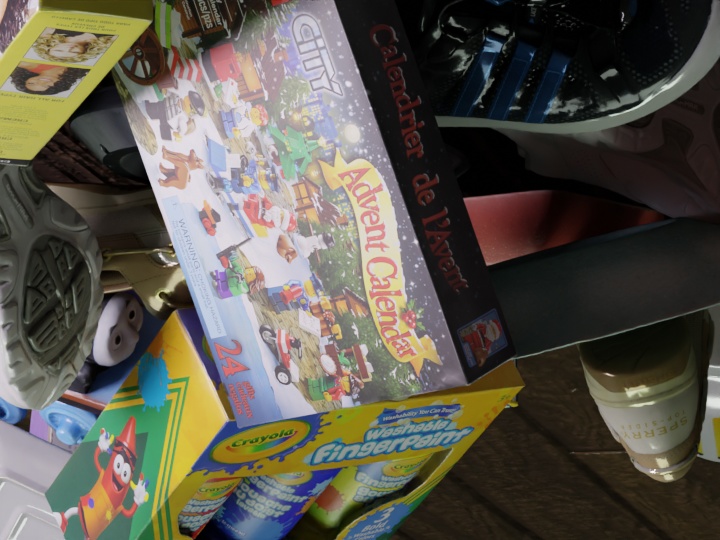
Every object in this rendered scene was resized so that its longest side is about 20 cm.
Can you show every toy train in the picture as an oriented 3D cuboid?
[{"bbox_3d":[-0.196,0.027,1.431,0.199,0.087,0.115,18,150,17],"label":"toy train"}]

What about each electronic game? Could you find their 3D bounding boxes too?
[{"bbox_3d":[-0.044,-0.064,1.285,0.198,0.042,0.200,5,172,1],"label":"electronic game"}]

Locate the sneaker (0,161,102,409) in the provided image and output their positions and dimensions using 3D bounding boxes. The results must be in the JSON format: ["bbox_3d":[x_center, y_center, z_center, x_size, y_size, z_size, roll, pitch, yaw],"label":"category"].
[{"bbox_3d":[-0.193,-0.023,1.267,0.099,0.078,0.201,9,128,37],"label":"sneaker"}]

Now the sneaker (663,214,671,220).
[{"bbox_3d":[0.254,-0.015,1.381,0.198,0.071,0.093,0,159,-5],"label":"sneaker"}]

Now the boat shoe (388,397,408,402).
[{"bbox_3d":[0.000,0.000,1.230,0.065,0.073,0.200,-31,148,9],"label":"boat shoe"}]

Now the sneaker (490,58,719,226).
[{"bbox_3d":[0.125,-0.068,1.227,0.099,0.078,0.200,-3,157,43],"label":"sneaker"}]

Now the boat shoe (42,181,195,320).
[{"bbox_3d":[-0.096,-0.008,1.324,0.199,0.067,0.074,0,170,28],"label":"boat shoe"}]

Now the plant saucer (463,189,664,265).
[{"bbox_3d":[0.048,-0.010,1.410,0.198,0.037,0.200,-5,176,24],"label":"plant saucer"}]

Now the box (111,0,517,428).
[{"bbox_3d":[-0.027,-0.041,1.091,0.136,0.201,0.038,-13,-171,43],"label":"box"}]

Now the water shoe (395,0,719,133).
[{"bbox_3d":[0.057,-0.099,1.100,0.199,0.072,0.079,-8,158,27],"label":"water shoe"}]

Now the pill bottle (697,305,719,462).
[{"bbox_3d":[0.211,0.038,1.498,0.112,0.113,0.200,-1,165,9],"label":"pill bottle"}]

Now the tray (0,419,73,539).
[{"bbox_3d":[-0.140,0.162,1.462,0.199,0.022,0.108,26,125,-8],"label":"tray"}]

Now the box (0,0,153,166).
[{"bbox_3d":[-0.136,-0.107,1.087,0.050,0.076,0.200,5,163,-20],"label":"box"}]

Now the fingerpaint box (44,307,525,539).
[{"bbox_3d":[-0.040,0.090,1.383,0.199,0.074,0.167,-4,145,-40],"label":"fingerpaint box"}]

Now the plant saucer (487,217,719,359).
[{"bbox_3d":[0.100,0.008,1.199,0.200,0.039,0.201,-14,-179,0],"label":"plant saucer"}]

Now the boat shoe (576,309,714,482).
[{"bbox_3d":[0.144,0.043,1.310,0.073,0.064,0.201,-15,-165,6],"label":"boat shoe"}]

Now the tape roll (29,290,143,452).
[{"bbox_3d":[-0.131,0.090,1.551,0.065,0.202,0.200,9,163,-28],"label":"tape roll"}]

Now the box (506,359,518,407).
[{"bbox_3d":[0.014,0.043,1.587,0.064,0.071,0.199,-9,166,38],"label":"box"}]
